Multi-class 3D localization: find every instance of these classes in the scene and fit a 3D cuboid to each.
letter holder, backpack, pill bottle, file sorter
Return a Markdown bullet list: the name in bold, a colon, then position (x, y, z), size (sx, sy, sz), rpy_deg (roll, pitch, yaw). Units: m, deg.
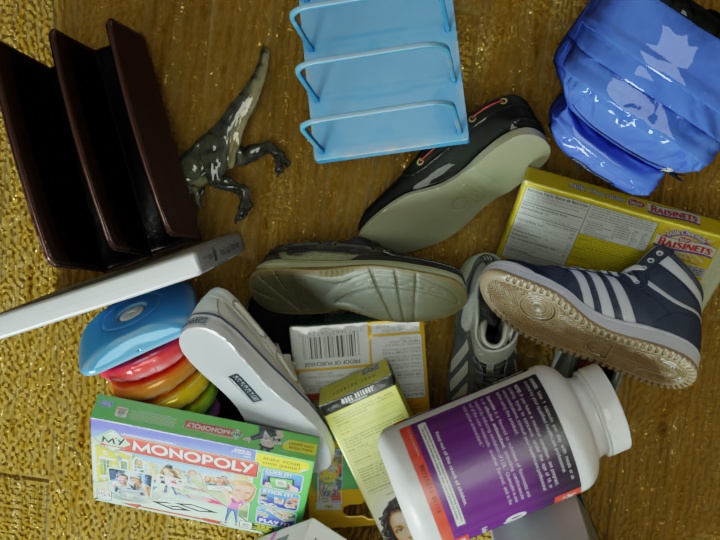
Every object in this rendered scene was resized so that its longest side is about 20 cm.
- **letter holder**: position (-0.232, -0.111, 1.027), size (0.100, 0.142, 0.202), rpy_deg (-18, 84, 10)
- **backpack**: position (0.241, -0.150, 0.977), size (0.161, 0.200, 0.169), rpy_deg (27, 101, -2)
- **pill bottle**: position (0.122, 0.152, 0.995), size (0.198, 0.112, 0.113), rpy_deg (-22, 98, -2)
- **file sorter**: position (0.011, -0.210, 0.996), size (0.137, 0.123, 0.202), rpy_deg (-7, 82, 7)

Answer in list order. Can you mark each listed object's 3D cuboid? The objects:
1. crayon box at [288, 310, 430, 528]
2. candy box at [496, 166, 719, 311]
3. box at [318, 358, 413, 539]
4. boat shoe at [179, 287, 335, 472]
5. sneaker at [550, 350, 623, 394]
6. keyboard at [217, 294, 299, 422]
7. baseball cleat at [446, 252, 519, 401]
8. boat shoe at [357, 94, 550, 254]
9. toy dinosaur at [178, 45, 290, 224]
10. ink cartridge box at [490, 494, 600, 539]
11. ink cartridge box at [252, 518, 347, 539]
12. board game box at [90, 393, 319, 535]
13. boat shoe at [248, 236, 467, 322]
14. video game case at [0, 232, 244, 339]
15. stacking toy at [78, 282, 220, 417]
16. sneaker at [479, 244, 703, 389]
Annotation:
- **crayon box**: position (0.004, 0.138, 1.118), size (0.124, 0.052, 0.202), rpy_deg (-4, 102, 1)
- **candy box**: position (0.230, -0.025, 1.064), size (0.198, 0.027, 0.103), rpy_deg (16, 135, 1)
- **box**: position (0.035, 0.188, 1.078), size (0.075, 0.050, 0.201), rpy_deg (-25, 101, 5)
- **boat shoe**: position (-0.082, 0.096, 1.051), size (0.070, 0.070, 0.200), rpy_deg (-20, 122, 34)
- **sneaker**: position (0.195, 0.126, 1.094), size (0.073, 0.079, 0.202), rpy_deg (18, 103, -2)
- **keyboard**: position (-0.116, 0.087, 1.141), size (0.126, 0.021, 0.202), rpy_deg (22, 100, -5)
- **baseball cleat**: position (0.113, 0.088, 1.079), size (0.069, 0.106, 0.202), rpy_deg (-6, 102, 0)
- **boat shoe**: position (0.079, -0.083, 1.076), size (0.201, 0.063, 0.074), rpy_deg (-34, 137, 21)
- **toy dinosaur**: position (-0.120, -0.102, 1.095), size (0.088, 0.047, 0.200), rpy_deg (39, 98, 3)
- **ink cartridge box**: position (0.186, 0.283, 1.061), size (0.083, 0.145, 0.201), rpy_deg (-22, 117, 8)
- **ink cartridge box**: position (-0.040, 0.293, 1.081), size (0.117, 0.068, 0.200), rpy_deg (36, 144, -17)
- **board game box**: position (-0.143, 0.181, 1.071), size (0.198, 0.029, 0.135), rpy_deg (11, 137, -1)
- **boat shoe**: position (0.000, 0.001, 1.069), size (0.199, 0.066, 0.072), rpy_deg (1, 135, 13)
- **video game case**: position (-0.214, 0.012, 1.051), size (0.198, 0.182, 0.024), rpy_deg (-17, 95, 7)
- **stacking toy**: position (-0.169, 0.121, 1.097), size (0.115, 0.110, 0.201), rpy_deg (-24, 113, -1)
- **sneaker**: position (0.205, 0.017, 1.022), size (0.198, 0.109, 0.070), rpy_deg (24, 145, 1)
